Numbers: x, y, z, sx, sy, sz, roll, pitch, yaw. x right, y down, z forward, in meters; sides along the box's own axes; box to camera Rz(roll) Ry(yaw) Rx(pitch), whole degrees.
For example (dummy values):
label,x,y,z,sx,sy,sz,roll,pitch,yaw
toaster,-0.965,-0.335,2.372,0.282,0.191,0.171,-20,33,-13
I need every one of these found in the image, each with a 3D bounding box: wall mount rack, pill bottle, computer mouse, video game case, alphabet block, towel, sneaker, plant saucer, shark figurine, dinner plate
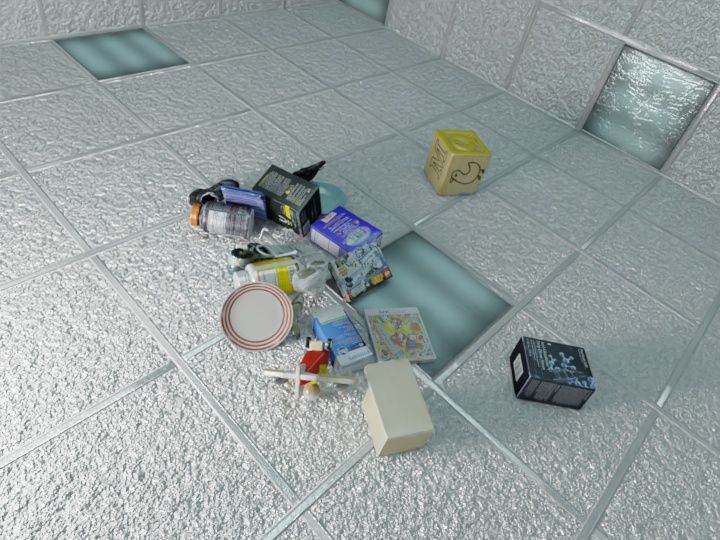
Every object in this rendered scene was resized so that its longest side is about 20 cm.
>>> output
label,x,y,z,sx,sy,sz,roll,pitch,yaw
wall mount rack,-0.226,-0.073,1.635,0.173,0.075,0.199,38,23,30
pill bottle,-0.459,-0.171,1.704,0.197,0.107,0.107,9,43,-6
computer mouse,-0.210,-0.362,1.957,0.137,0.053,0.200,-26,11,-17
video game case,0.114,0.193,1.539,0.179,0.023,0.202,-1,45,-16
alphabet block,0.401,-0.455,2.162,0.192,0.202,0.198,-5,46,-19
pill bottle,-0.276,0.025,1.546,0.197,0.110,0.110,-11,48,-25
towel,-0.387,-0.222,1.725,0.142,0.200,0.024,11,70,-3
sneaker,-0.139,0.039,1.519,0.077,0.101,0.200,1,16,19
plant saucer,-0.151,-0.264,1.934,0.198,0.039,0.203,8,43,-8
shark figurine,-0.253,0.145,1.471,0.211,0.130,0.090,-18,23,-7
dinner plate,-0.282,0.125,1.397,0.197,0.203,0.024,-1,17,-16
sneaker,-0.498,-0.263,1.792,0.198,0.076,0.113,-26,33,-28
sneaker,-0.350,-0.030,1.613,0.077,0.087,0.199,34,22,19

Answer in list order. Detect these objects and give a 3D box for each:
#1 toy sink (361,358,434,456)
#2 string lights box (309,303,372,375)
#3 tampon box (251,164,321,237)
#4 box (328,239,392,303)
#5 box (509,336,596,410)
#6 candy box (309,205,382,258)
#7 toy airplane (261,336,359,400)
label,x,y,z,sx,sy,sz,roll,pitch,yaw
toy sink,0.083,0.347,1.306,0.128,0.113,0.202,-5,51,-20
string lights box,-0.060,0.195,1.464,0.101,0.059,0.201,-14,50,-26
tampon box,-0.252,-0.241,1.779,0.198,0.151,0.127,27,64,15
box,0.000,0.000,1.646,0.199,0.040,0.138,-27,93,-36
box,0.551,0.296,1.486,0.197,0.108,0.150,11,42,-4
candy box,-0.051,-0.120,1.782,0.199,0.078,0.169,34,48,19
toy airplane,-0.128,0.272,1.304,0.197,0.143,0.199,-12,22,-30
